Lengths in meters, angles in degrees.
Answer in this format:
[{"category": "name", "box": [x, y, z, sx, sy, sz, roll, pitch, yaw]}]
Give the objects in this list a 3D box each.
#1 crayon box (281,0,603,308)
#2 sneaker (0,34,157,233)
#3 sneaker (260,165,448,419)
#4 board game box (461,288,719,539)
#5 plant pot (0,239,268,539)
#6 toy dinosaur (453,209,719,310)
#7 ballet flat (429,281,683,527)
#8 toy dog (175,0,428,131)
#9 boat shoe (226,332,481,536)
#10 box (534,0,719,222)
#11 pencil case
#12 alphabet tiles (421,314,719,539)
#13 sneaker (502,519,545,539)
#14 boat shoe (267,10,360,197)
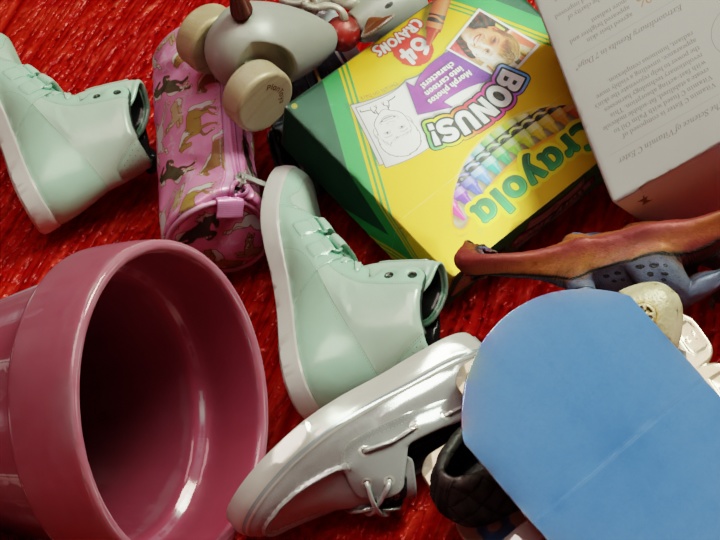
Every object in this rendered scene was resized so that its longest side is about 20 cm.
[{"category": "crayon box", "box": [0.074, -0.098, 1.336, 0.200, 0.058, 0.173, -38, 71, -22]}, {"category": "sneaker", "box": [-0.225, -0.126, 1.457, 0.118, 0.074, 0.201, -27, 55, -2]}, {"category": "sneaker", "box": [0.000, 0.001, 1.281, 0.118, 0.074, 0.201, -18, 53, 9]}, {"category": "board game box", "box": [0.141, 0.109, 1.074, 0.158, 0.039, 0.200, -35, 78, -34]}, {"category": "plant pot", "box": [-0.184, 0.088, 1.175, 0.178, 0.200, 0.200, -6, 42, 31]}, {"category": "toy dinosaur", "box": [0.159, -0.014, 1.215, 0.181, 0.201, 0.105, 17, 26, -12]}, {"category": "ballet flat", "box": [0.121, 0.077, 1.115, 0.200, 0.057, 0.066, -43, 68, -16]}, {"category": "toy dog", "box": [-0.041, -0.186, 1.350, 0.132, 0.097, 0.200, 28, 49, 18]}, {"category": "boat shoe", "box": [0.012, 0.116, 1.176, 0.200, 0.072, 0.069, -29, 62, -26]}, {"category": "box", "box": [0.219, -0.146, 1.249, 0.152, 0.106, 0.201, -29, 61, 23]}, {"category": "pencil case", "box": [-0.110, -0.093, 1.381, 0.086, 0.083, 0.201, -19, 48, 11]}, {"category": "alphabet tiles", "box": [0.146, 0.116, 1.132, 0.195, 0.015, 0.200, -30, 63, -10]}, {"category": "sneaker", "box": [0.073, 0.231, 1.039, 0.200, 0.073, 0.112, -41, 68, -7]}, {"category": "boat shoe", "box": [-0.041, -0.136, 1.433, 0.091, 0.071, 0.200, -21, 46, -13]}]
